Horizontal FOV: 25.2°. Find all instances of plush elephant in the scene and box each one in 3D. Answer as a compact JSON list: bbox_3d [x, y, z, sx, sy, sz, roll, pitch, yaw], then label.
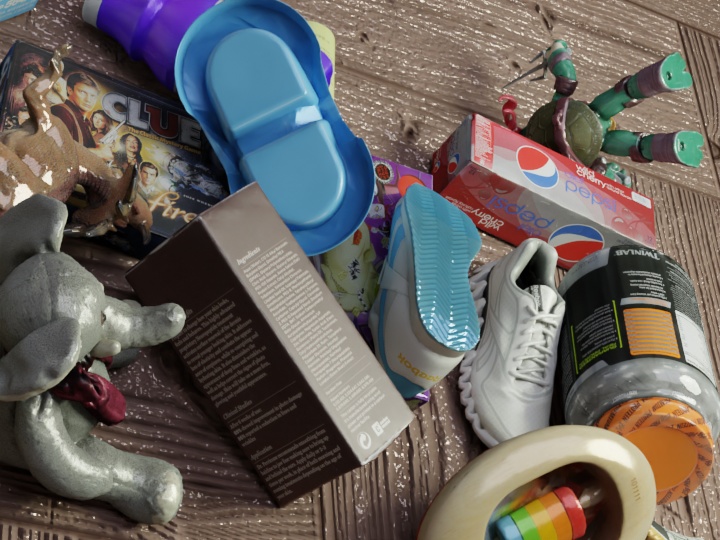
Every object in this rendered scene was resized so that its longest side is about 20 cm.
[{"bbox_3d":[-0.184,0.048,1.011,0.198,0.155,0.166,12,51,-30],"label":"plush elephant"}]

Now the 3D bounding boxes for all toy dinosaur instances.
[{"bbox_3d":[-0.222,-0.058,1.073,0.199,0.086,0.136,-27,82,-40],"label":"toy dinosaur"}]

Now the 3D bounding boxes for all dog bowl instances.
[{"bbox_3d":[-0.062,-0.105,1.205,0.111,0.050,0.201,-25,85,1],"label":"dog bowl"}]

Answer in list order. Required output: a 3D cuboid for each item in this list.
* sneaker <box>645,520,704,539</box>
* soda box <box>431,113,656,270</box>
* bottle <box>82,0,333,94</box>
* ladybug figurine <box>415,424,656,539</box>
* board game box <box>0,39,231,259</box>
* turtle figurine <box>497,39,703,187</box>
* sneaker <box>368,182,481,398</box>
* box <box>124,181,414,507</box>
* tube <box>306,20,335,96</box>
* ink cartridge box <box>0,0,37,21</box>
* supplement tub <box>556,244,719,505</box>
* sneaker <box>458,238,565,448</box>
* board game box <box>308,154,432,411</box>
[{"bbox_3d":[0.236,0.235,1.253,0.199,0.076,0.088,35,18,-2],"label":"sneaker"},{"bbox_3d":[0.160,-0.060,1.414,0.199,0.070,0.064,24,46,-20],"label":"soda box"},{"bbox_3d":[-0.123,-0.175,1.277,0.199,0.065,0.084,27,58,4],"label":"bottle"},{"bbox_3d":[0.118,0.182,1.161,0.198,0.072,0.137,-19,102,-20],"label":"ladybug figurine"},{"bbox_3d":[-0.179,-0.079,1.204,0.199,0.035,0.136,20,48,-24],"label":"board game box"},{"bbox_3d":[0.207,-0.128,1.454,0.101,0.199,0.151,-40,114,-40],"label":"turtle figurine"},{"bbox_3d":[0.042,0.009,1.218,0.076,0.081,0.201,30,34,-16],"label":"sneaker"},{"bbox_3d":[-0.064,0.053,1.117,0.201,0.100,0.075,56,43,-3],"label":"box"},{"bbox_3d":[-0.048,-0.114,1.322,0.057,0.052,0.202,-5,56,12],"label":"tube"},{"bbox_3d":[-0.282,-0.284,1.166,0.129,0.200,0.125,51,43,8],"label":"ink cartridge box"},{"bbox_3d":[0.219,0.083,1.285,0.122,0.123,0.201,27,34,-17],"label":"supplement tub"},{"bbox_3d":[0.127,0.060,1.290,0.075,0.081,0.201,21,49,-24],"label":"sneaker"},{"bbox_3d":[0.000,0.000,1.256,0.119,0.032,0.202,18,58,-30],"label":"board game box"}]
